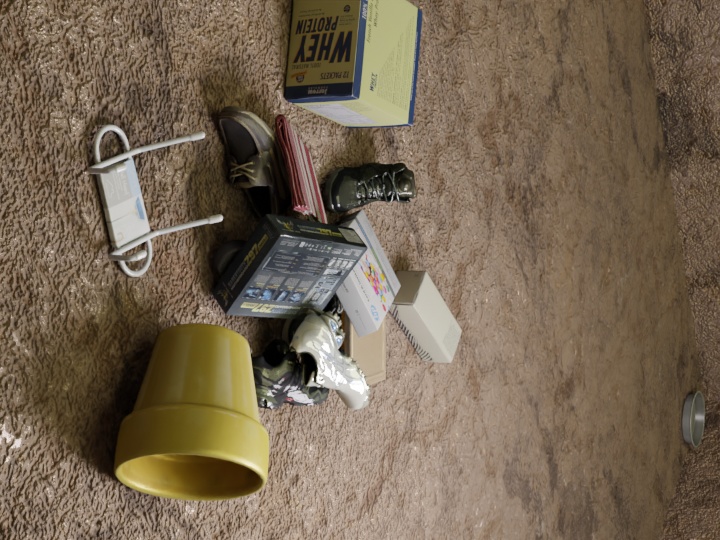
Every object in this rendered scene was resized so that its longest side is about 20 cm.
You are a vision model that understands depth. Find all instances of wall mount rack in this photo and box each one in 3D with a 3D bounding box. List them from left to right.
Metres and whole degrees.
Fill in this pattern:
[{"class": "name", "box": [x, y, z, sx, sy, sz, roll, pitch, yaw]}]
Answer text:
[{"class": "wall mount rack", "box": [-0.270, -0.098, 1.380, 0.173, 0.073, 0.203, -35, 121, -52]}]

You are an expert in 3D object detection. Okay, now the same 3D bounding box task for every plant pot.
[{"class": "plant pot", "box": [-0.216, 0.183, 1.393, 0.201, 0.198, 0.192, 41, 41, -51]}]

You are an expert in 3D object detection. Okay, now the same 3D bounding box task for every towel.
[{"class": "towel", "box": [-0.089, -0.142, 1.623, 0.200, 0.022, 0.147, 47, 29, -77]}]

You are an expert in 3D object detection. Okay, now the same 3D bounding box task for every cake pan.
[{"class": "cake pan", "box": [1.203, 0.535, 3.819, 0.199, 0.036, 0.204, -6, 97, -58]}]

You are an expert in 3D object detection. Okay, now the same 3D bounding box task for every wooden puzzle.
[{"class": "wooden puzzle", "box": [0.003, 0.109, 1.853, 0.200, 0.037, 0.189, -9, 100, -70]}]

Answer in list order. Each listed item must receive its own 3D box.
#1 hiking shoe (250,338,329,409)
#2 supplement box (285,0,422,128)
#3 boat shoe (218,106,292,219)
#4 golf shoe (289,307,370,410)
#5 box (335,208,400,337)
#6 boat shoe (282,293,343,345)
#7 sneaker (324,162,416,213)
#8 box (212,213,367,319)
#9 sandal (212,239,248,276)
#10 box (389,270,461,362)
[{"class": "hiking shoe", "box": [-0.110, 0.159, 1.651, 0.199, 0.075, 0.103, 2, 94, -57]}, {"class": "supplement box", "box": [-0.008, -0.355, 1.732, 0.199, 0.132, 0.204, 12, 82, -58]}, {"class": "boat shoe", "box": [-0.155, -0.153, 1.564, 0.201, 0.073, 0.074, 59, 44, -39]}, {"class": "golf shoe", "box": [-0.055, 0.157, 1.647, 0.097, 0.078, 0.202, -46, 125, -30]}, {"class": "box", "box": [0.000, 0.000, 1.760, 0.158, 0.041, 0.200, 63, 22, -12]}, {"class": "boat shoe", "box": [-0.065, 0.047, 1.730, 0.075, 0.061, 0.201, 59, 43, -35]}, {"class": "sneaker", "box": [0.022, -0.146, 1.815, 0.198, 0.113, 0.078, -21, 107, -54]}, {"class": "box", "box": [-0.103, -0.001, 1.574, 0.198, 0.051, 0.159, 7, 127, -49]}, {"class": "sandal", "box": [-0.145, -0.018, 1.600, 0.076, 0.043, 0.199, -48, 147, 17]}, {"class": "box", "box": [0.123, 0.090, 2.029, 0.201, 0.067, 0.083, 57, 46, -42]}]
